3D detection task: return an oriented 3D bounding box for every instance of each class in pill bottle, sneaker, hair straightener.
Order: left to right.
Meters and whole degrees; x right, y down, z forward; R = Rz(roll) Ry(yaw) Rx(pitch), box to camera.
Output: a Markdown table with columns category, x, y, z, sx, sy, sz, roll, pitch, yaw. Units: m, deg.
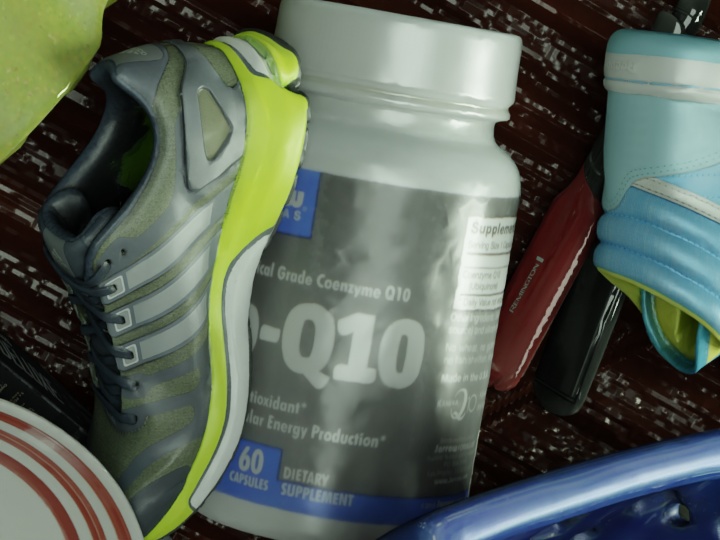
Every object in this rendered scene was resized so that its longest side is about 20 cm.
| category | x | y | z | sx | sy | sz | roll | pitch | yaw |
| --- | --- | --- | --- | --- | --- | --- | --- | --- | --- |
| sneaker | -0.083 | 0.006 | 0.881 | 0.081 | 0.074 | 0.201 | 4 | 102 | -38 |
| pill bottle | 0.000 | 0.000 | 0.933 | 0.113 | 0.114 | 0.201 | 8 | 96 | -11 |
| hair straightener | 0.118 | -0.032 | 0.996 | 0.077 | 0.041 | 0.201 | 25 | 87 | -31 |
| sneaker | 0.176 | -0.018 | 0.964 | 0.199 | 0.080 | 0.131 | 10 | 93 | -21 |

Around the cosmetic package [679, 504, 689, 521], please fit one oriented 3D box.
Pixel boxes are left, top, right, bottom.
| category | x | y | z | sx | sy | sz | roll | pitch | yaw |
| --- | --- | --- | --- | --- | --- | --- | --- | --- | --- |
| cosmetic package | 0.211 | 0.124 | 0.993 | 0.199 | 0.104 | 0.073 | -3 | 98 | -11 |

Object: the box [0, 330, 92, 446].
| category | x | y | z | sx | sy | sz | roll | pitch | yaw |
| --- | --- | --- | --- | --- | --- | --- | --- | --- | --- |
| box | -0.208 | 0.094 | 0.904 | 0.200 | 0.050 | 0.158 | -45 | 136 | -1 |

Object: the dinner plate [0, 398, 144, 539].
| category | x | y | z | sx | sy | sz | roll | pitch | yaw |
| --- | --- | --- | --- | --- | --- | --- | --- | --- | --- |
| dinner plate | -0.175 | 0.123 | 0.871 | 0.199 | 0.024 | 0.201 | -7 | 120 | -12 |

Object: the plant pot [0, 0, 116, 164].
| category | x | y | z | sx | sy | sz | roll | pitch | yaw |
| --- | --- | --- | --- | --- | --- | --- | --- | --- | --- |
| plant pot | -0.190 | -0.123 | 0.857 | 0.200 | 0.200 | 0.184 | -46 | 113 | -1 |

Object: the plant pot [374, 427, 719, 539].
| category | x | y | z | sx | sy | sz | roll | pitch | yaw |
| --- | --- | --- | --- | --- | --- | --- | --- | --- | --- |
| plant pot | 0.070 | 0.180 | 0.858 | 0.200 | 0.180 | 0.201 | -11 | 79 | -41 |

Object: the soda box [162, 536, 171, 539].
| category | x | y | z | sx | sy | sz | roll | pitch | yaw |
| --- | --- | --- | --- | --- | --- | --- | --- | --- | --- |
| soda box | -0.065 | 0.196 | 0.939 | 0.068 | 0.064 | 0.200 | -35 | 85 | 17 |
